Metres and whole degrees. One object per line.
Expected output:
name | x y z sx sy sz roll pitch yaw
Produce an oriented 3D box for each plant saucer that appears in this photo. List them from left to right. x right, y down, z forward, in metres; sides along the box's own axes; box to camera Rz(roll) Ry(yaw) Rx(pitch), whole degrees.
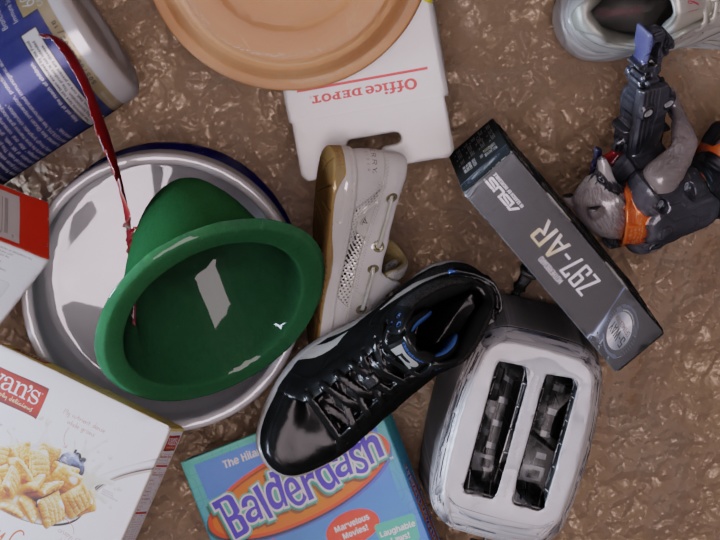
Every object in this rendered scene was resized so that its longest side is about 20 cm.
plant saucer | -0.050 -0.222 1.676 0.200 0.032 0.201 0 100 2

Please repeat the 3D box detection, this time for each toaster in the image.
toaster | 0.111 0.102 1.755 0.113 0.129 0.201 15 100 -4

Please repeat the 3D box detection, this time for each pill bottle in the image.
pill bottle | -0.264 -0.116 1.722 0.200 0.111 0.111 -33 99 5

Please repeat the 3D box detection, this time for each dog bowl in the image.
dog bowl | -0.140 0.010 1.762 0.199 0.079 0.201 0 100 -1

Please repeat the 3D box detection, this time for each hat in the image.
hat | -0.130 -0.039 1.700 0.165 0.176 0.200 -9 139 -26

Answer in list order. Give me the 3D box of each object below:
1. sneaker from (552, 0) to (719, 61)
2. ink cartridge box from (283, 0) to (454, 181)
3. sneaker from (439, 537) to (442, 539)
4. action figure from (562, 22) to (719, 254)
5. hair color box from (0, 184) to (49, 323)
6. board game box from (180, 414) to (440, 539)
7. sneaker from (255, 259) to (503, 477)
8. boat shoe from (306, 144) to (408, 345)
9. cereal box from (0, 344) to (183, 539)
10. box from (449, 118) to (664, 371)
sneaker | 0.236 -0.184 1.716 0.199 0.099 0.078 -15 96 2
ink cartridge box | -0.004 -0.173 1.734 0.115 0.068 0.201 -9 100 3
sneaker | 0.025 0.197 1.799 0.200 0.076 0.116 1 102 2
action figure | 0.234 -0.079 1.707 0.193 0.105 0.200 -19 138 -12
hair color box | -0.311 0.016 1.715 0.111 0.064 0.200 23 127 -27
board game box | -0.021 0.201 1.756 0.152 0.045 0.201 -22 88 9
sneaker | 0.009 0.065 1.669 0.200 0.112 0.073 -43 95 -4
boat shoe | 0.000 0.000 1.739 0.069 0.071 0.200 -1 132 -12
cereal box | -0.226 0.169 1.705 0.144 0.040 0.201 23 91 14
box | 0.132 -0.022 1.696 0.044 0.200 0.160 -40 99 6
